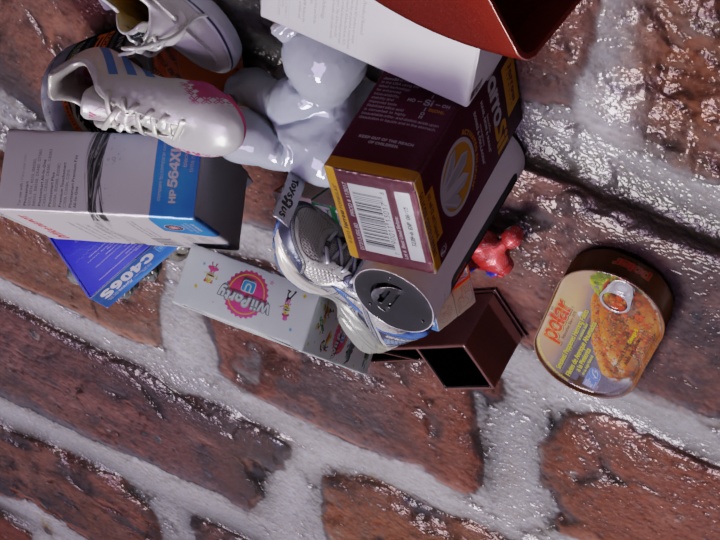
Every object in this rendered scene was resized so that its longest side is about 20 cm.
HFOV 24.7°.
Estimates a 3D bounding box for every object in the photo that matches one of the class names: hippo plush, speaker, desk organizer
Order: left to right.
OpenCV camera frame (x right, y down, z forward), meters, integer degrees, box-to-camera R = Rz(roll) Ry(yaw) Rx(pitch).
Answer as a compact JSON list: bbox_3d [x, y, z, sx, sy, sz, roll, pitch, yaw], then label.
[{"bbox_3d":[-0.056,-0.165,1.445,0.158,0.201,0.162,6,135,1],"label":"hippo plush"},{"bbox_3d":[0.066,0.076,1.731,0.199,0.077,0.072,-5,131,43],"label":"desk organizer"},{"bbox_3d":[0.071,-0.042,1.465,0.081,0.201,0.081,22,146,16],"label":"speaker"}]

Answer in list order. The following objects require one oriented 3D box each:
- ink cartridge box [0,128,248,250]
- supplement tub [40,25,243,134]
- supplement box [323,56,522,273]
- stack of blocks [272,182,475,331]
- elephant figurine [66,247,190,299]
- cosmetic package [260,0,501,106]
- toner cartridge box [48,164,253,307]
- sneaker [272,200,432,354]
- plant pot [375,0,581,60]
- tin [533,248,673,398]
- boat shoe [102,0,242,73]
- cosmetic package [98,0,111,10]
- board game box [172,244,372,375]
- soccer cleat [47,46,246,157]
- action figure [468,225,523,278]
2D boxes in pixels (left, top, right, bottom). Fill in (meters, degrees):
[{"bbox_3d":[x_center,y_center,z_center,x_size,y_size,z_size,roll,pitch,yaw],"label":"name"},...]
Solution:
[{"bbox_3d":[-0.224,-0.076,1.565,0.198,0.085,0.146,4,171,13],"label":"ink cartridge box"},{"bbox_3d":[-0.211,-0.181,1.596,0.199,0.123,0.123,-12,127,46],"label":"supplement tub"},{"bbox_3d":[0.058,-0.110,1.390,0.085,0.201,0.111,12,142,25],"label":"supplement box"},{"bbox_3d":[0.012,-0.025,1.609,0.199,0.058,0.116,17,132,43],"label":"stack of blocks"},{"bbox_3d":[-0.251,-0.065,1.775,0.154,0.142,0.200,20,153,-9],"label":"elephant figurine"},{"bbox_3d":[0.029,-0.230,1.347,0.199,0.113,0.081,23,146,12],"label":"cosmetic package"},{"bbox_3d":[-0.214,-0.064,1.666,0.095,0.200,0.043,52,-175,23],"label":"toner cartridge box"},{"bbox_3d":[0.000,0.000,1.505,0.085,0.077,0.200,-5,143,41],"label":"sneaker"},{"bbox_3d":[0.068,-0.289,1.180,0.176,0.200,0.201,9,142,49],"label":"plant pot"},{"bbox_3d":[0.235,0.053,1.599,0.111,0.042,0.201,24,146,6],"label":"tin"},{"bbox_3d":[-0.187,-0.219,1.425,0.074,0.087,0.202,-1,146,42],"label":"boat shoe"},{"bbox_3d":[-0.170,-0.301,1.458,0.199,0.071,0.102,-2,133,40],"label":"cosmetic package"},{"bbox_3d":[-0.078,0.041,1.641,0.147,0.065,0.200,20,178,20],"label":"board game box"},{"bbox_3d":[-0.193,-0.140,1.450,0.199,0.086,0.070,24,125,31],"label":"soccer cleat"},{"bbox_3d":[0.097,-0.012,1.618,0.065,0.052,0.200,40,153,-18],"label":"action figure"}]
